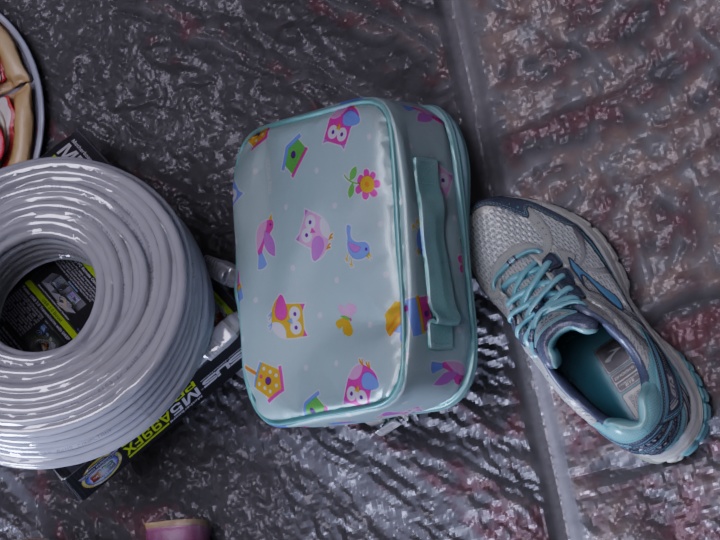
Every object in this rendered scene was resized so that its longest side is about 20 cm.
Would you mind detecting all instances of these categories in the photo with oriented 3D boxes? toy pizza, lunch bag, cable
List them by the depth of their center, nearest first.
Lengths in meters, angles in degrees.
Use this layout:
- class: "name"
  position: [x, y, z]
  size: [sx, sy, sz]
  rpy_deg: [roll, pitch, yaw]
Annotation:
- class: "lunch bag"
  position: [0.000, 0.000, 1.290]
  size: [0.160, 0.077, 0.201]
  rpy_deg: [-13, 78, 43]
- class: "cable"
  position: [-0.193, 0.026, 1.326]
  size: [0.200, 0.069, 0.200]
  rpy_deg: [33, 75, 21]
- class: "toy pizza"
  position: [-0.313, -0.101, 1.513]
  size: [0.200, 0.032, 0.201]
  rpy_deg: [-4, 82, 28]

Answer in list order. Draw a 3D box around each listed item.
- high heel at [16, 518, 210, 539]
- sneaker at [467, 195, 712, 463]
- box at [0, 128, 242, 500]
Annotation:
- class: "high heel"
  position: [-0.183, 0.224, 1.384]
  size: [0.199, 0.067, 0.096]
  rpy_deg: [-9, 68, 14]
- class: "sneaker"
  position: [0.124, 0.025, 1.234]
  size: [0.078, 0.086, 0.200]
  rpy_deg: [-48, 65, 15]
- class: "box"
  position: [-0.184, 0.026, 1.388]
  size: [0.160, 0.044, 0.200]
  rpy_deg: [-40, 65, -10]
